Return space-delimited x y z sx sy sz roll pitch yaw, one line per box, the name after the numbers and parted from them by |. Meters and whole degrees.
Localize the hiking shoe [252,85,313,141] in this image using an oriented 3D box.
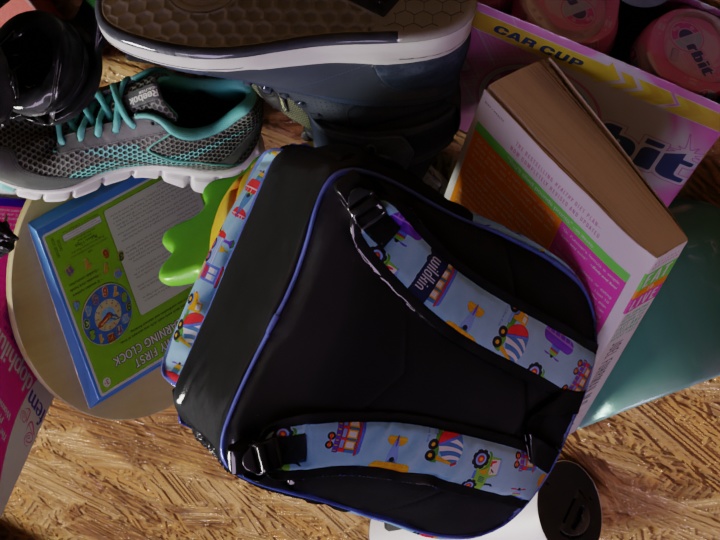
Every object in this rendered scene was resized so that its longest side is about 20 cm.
-0.035 -0.133 1.149 0.100 0.076 0.201 0 143 24 | hiking shoe

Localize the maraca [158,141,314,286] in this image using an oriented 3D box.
-0.041 -0.023 1.169 0.199 0.137 0.108 11 139 44 | maraca

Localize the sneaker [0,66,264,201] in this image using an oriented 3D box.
-0.151 -0.098 1.224 0.198 0.078 0.091 -5 155 -19 | sneaker

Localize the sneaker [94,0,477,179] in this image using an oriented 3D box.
-0.040 -0.102 1.048 0.200 0.078 0.147 4 148 2 | sneaker

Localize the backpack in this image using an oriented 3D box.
0.019 0.042 1.028 0.199 0.184 0.134 21 -178 -28 | backpack

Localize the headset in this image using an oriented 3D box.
-0.204 -0.106 1.133 0.094 0.123 0.201 47 126 23 | headset

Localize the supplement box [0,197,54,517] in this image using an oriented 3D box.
-0.267 0.057 1.289 0.102 0.201 0.102 5 144 22 | supplement box

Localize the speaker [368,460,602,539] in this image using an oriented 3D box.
0.101 0.209 1.572 0.081 0.082 0.199 40 144 -28 | speaker

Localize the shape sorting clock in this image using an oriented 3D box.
-0.156 0.001 1.307 0.039 0.201 0.200 4 147 49 | shape sorting clock

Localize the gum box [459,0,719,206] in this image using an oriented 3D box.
0.109 -0.122 1.091 0.198 0.067 0.114 23 149 -2 | gum box

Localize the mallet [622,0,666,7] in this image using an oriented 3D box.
0.172 -0.206 0.930 0.041 0.066 0.200 23 147 -5 | mallet

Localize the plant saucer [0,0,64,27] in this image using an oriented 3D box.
-0.290 -0.186 1.256 0.198 0.037 0.200 -3 142 32 | plant saucer

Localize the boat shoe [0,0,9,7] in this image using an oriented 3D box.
-0.238 -0.179 1.140 0.198 0.067 0.074 -31 130 23 | boat shoe

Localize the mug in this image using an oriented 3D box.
0.162 0.027 1.196 0.184 0.116 0.152 -24 173 29 | mug

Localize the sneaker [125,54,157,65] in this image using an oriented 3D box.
-0.106 -0.174 1.147 0.073 0.090 0.200 0 172 -7 | sneaker

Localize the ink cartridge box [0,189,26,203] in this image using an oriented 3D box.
-0.243 -0.032 1.410 0.145 0.084 0.200 33 145 -19 | ink cartridge box

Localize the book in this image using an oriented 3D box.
0.101 -0.003 1.082 0.134 0.048 0.201 52 150 20 | book

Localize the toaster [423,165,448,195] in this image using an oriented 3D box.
0.000 0.000 1.295 0.198 0.114 0.130 -2 138 36 | toaster
